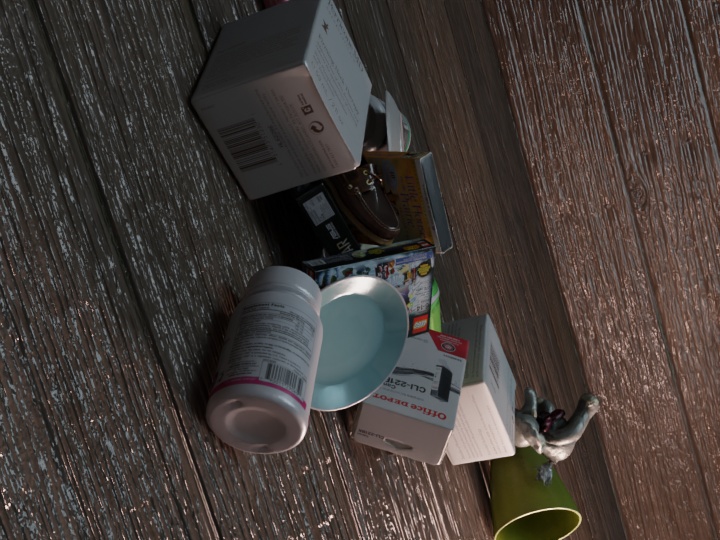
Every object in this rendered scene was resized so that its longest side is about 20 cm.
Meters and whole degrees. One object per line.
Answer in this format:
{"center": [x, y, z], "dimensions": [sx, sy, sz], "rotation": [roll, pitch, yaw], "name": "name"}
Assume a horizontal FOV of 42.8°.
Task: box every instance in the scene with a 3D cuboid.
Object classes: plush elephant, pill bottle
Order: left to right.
{"center": [-0.103, 0.098, 1.057], "dimensions": [0.201, 0.112, 0.114], "rotation": [-81, 150, -46], "name": "pill bottle"}
{"center": [0.006, -0.241, 1.564], "dimensions": [0.200, 0.112, 0.114], "rotation": [3, 74, -69], "name": "pill bottle"}
{"center": [0.356, 0.313, 1.860], "dimensions": [0.154, 0.164, 0.201], "rotation": [36, 67, -28], "name": "plush elephant"}

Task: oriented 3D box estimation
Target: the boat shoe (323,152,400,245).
{"center": [-0.005, -0.127, 1.294], "dimensions": [0.070, 0.070, 0.200], "rotation": [-7, 53, -53], "name": "boat shoe"}

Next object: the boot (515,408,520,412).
{"center": [0.335, 0.311, 1.995], "dimensions": [0.200, 0.185, 0.065], "rotation": [53, 50, -52], "name": "boot"}

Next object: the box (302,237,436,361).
{"center": [0.012, 0.039, 1.272], "dimensions": [0.198, 0.040, 0.138], "rotation": [-13, 118, -30], "name": "box"}

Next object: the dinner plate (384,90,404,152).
{"center": [0.057, -0.181, 1.440], "dimensions": [0.200, 0.024, 0.202], "rotation": [-3, 90, -85], "name": "dinner plate"}

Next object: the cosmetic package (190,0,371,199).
{"center": [-0.097, -0.234, 1.215], "dimensions": [0.201, 0.165, 0.168], "rotation": [-82, 150, -47], "name": "cosmetic package"}

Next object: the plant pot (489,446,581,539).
{"center": [0.351, 0.461, 1.961], "dimensions": [0.187, 0.186, 0.201], "rotation": [52, 20, -48], "name": "plant pot"}

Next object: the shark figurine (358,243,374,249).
{"center": [0.015, 0.016, 1.486], "dimensions": [0.127, 0.089, 0.216], "rotation": [-2, 67, -35], "name": "shark figurine"}

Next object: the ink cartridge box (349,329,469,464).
{"center": [0.078, 0.180, 1.403], "dimensions": [0.201, 0.143, 0.084], "rotation": [-71, 176, -51], "name": "ink cartridge box"}

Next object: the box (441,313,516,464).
{"center": [0.213, 0.230, 1.781], "dimensions": [0.200, 0.130, 0.201], "rotation": [-75, 146, -52], "name": "box"}

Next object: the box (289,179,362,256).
{"center": [-0.052, -0.075, 1.308], "dimensions": [0.201, 0.043, 0.161], "rotation": [60, -2, -38], "name": "box"}

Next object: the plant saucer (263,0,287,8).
{"center": [-0.112, -0.452, 1.480], "dimensions": [0.200, 0.050, 0.203], "rotation": [-14, 90, -69], "name": "plant saucer"}

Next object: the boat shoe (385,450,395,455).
{"center": [0.058, 0.222, 1.483], "dimensions": [0.074, 0.074, 0.200], "rotation": [58, 16, -18], "name": "boat shoe"}

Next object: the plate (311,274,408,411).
{"center": [-0.023, 0.095, 1.232], "dimensions": [0.026, 0.200, 0.201], "rotation": [36, -17, 49], "name": "plate"}

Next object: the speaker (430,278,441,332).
{"center": [0.099, 0.104, 1.569], "dimensions": [0.089, 0.088, 0.202], "rotation": [-70, 157, -56], "name": "speaker"}

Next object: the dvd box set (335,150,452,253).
{"center": [0.039, -0.103, 1.352], "dimensions": [0.029, 0.199, 0.148], "rotation": [-33, 118, -36], "name": "dvd box set"}
